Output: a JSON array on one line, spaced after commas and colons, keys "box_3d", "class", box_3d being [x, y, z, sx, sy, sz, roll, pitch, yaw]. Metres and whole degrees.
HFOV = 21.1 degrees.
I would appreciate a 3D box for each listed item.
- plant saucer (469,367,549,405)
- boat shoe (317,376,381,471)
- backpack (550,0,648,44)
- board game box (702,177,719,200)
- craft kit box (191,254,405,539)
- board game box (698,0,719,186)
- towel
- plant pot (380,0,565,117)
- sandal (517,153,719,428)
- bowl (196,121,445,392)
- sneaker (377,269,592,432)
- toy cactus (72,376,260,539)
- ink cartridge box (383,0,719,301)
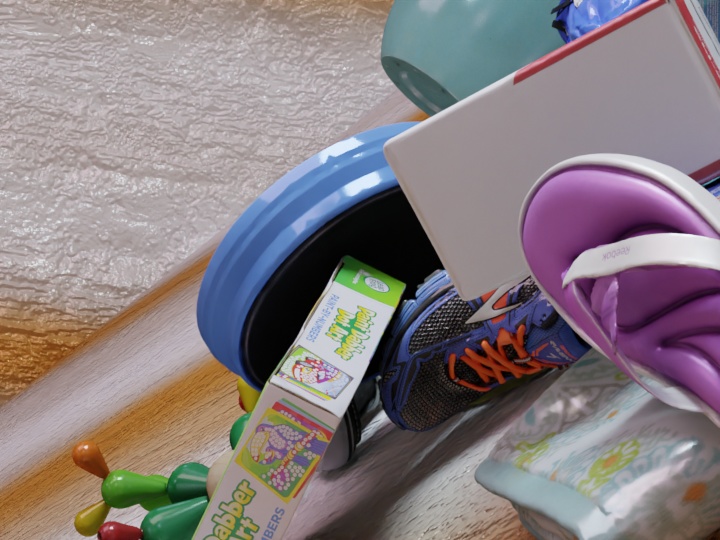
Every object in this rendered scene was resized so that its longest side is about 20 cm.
[{"box_3d": [0.121, 0.008, 1.178, 0.200, 0.031, 0.200, -37, 9, 7], "class": "plant saucer"}, {"box_3d": [-0.017, 0.067, 1.289, 0.071, 0.072, 0.200, -4, 24, -9], "class": "boat shoe"}, {"box_3d": [0.211, -0.189, 1.391, 0.162, 0.168, 0.200, -43, 11, 13], "class": "backpack"}, {"box_3d": [0.217, -0.037, 0.764, 0.200, 0.041, 0.199, -28, 8, -36], "class": "board game box"}, {"box_3d": [-0.049, 0.111, 1.028, 0.200, 0.048, 0.198, -64, -4, 22], "class": "craft kit box"}, {"box_3d": [0.247, -0.128, 1.014, 0.200, 0.047, 0.151, 160, 115, -63], "class": "board game box"}, {"box_3d": [0.137, 0.054, 0.814, 0.171, 0.048, 0.200, -40, 9, -5], "class": "towel"}, {"box_3d": [0.116, -0.233, 1.940, 0.161, 0.201, 0.201, -52, 11, -9], "class": "plant pot"}, {"box_3d": [0.115, 0.017, 0.702, 0.050, 0.083, 0.203, -7, 31, -36], "class": "sandal"}, {"box_3d": [0.000, 0.000, 1.142, 0.200, 0.039, 0.201, -25, -33, -18], "class": "bowl"}, {"box_3d": [0.091, 0.025, 1.052, 0.200, 0.075, 0.078, -40, 41, 16], "class": "sneaker"}, {"box_3d": [-0.101, 0.134, 1.289, 0.200, 0.102, 0.165, -34, 14, -35], "class": "toy cactus"}, {"box_3d": [0.109, -0.065, 0.927, 0.144, 0.084, 0.200, -27, 2, 15], "class": "ink cartridge box"}]
